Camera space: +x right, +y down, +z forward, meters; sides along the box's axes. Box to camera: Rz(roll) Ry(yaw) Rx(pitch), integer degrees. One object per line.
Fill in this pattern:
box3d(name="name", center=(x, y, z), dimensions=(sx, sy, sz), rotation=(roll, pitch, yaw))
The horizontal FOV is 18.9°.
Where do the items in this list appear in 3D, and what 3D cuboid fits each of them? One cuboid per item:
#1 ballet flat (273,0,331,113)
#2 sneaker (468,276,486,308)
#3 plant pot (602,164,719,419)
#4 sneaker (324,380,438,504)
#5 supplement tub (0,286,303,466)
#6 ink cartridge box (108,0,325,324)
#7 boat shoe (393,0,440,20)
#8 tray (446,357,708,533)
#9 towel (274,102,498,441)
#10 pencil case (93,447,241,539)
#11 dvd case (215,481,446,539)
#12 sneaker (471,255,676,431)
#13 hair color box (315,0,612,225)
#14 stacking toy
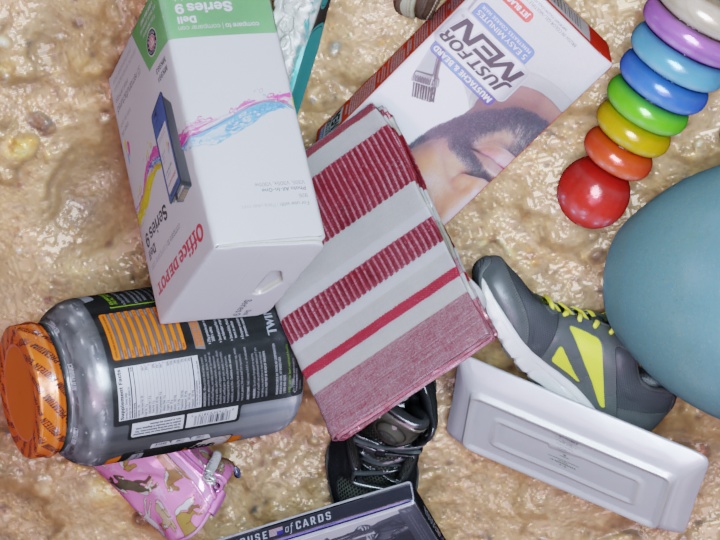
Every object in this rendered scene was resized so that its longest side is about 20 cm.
box3d(name="ballet flat", center=(-0.050, -0.192, 1.558), dimensions=(0.072, 0.072, 0.200), rotation=(20, 102, -4))
box3d(name="sneaker", center=(-0.022, 0.014, 1.573), dimensions=(0.200, 0.074, 0.118), rotation=(31, 70, 17))
box3d(name="plant pot", center=(0.255, 0.012, 1.560), dimensions=(0.135, 0.200, 0.200), rotation=(6, 114, 37))
box3d(name="sneaker", center=(0.014, 0.132, 1.639), dimensions=(0.076, 0.114, 0.200), rotation=(13, 111, 0))
box3d(name="supplement tub", center=(-0.152, 0.073, 1.564), dimensions=(0.200, 0.123, 0.123), rotation=(-8, 111, -25))
box3d(name="ink cartridge box", center=(-0.102, -0.081, 1.498), dimensions=(0.087, 0.145, 0.200), rotation=(-7, 71, -23))
box3d(name="boat shoe", center=(0.079, -0.237, 1.488), dimensions=(0.075, 0.075, 0.202), rotation=(20, 145, -2))
box3d(name="tray", center=(0.157, 0.137, 1.625), dimensions=(0.200, 0.022, 0.107), rotation=(22, 143, 12))
box3d(name="towel", center=(0.000, 0.000, 1.520), dimensions=(0.144, 0.023, 0.200), rotation=(-34, 65, 22))
box3d(name="pencil case", center=(-0.184, 0.116, 1.659), dimensions=(0.087, 0.083, 0.200), rotation=(-41, 102, 16))
box3d(name="dvd case", center=(-0.032, 0.235, 1.682), dimensions=(0.200, 0.025, 0.150), rotation=(-17, 142, 9))
box3d(name="sneaker", center=(0.161, 0.053, 1.631), dimensions=(0.085, 0.074, 0.200), rotation=(-38, 112, 9))
box3d(name="hair color box", center=(0.073, -0.124, 1.572), dimensions=(0.111, 0.064, 0.200), rotation=(42, 108, -12))
box3d(name="stacking toy", center=(0.208, -0.115, 1.565), dimensions=(0.085, 0.085, 0.200), rotation=(26, 114, -6))
